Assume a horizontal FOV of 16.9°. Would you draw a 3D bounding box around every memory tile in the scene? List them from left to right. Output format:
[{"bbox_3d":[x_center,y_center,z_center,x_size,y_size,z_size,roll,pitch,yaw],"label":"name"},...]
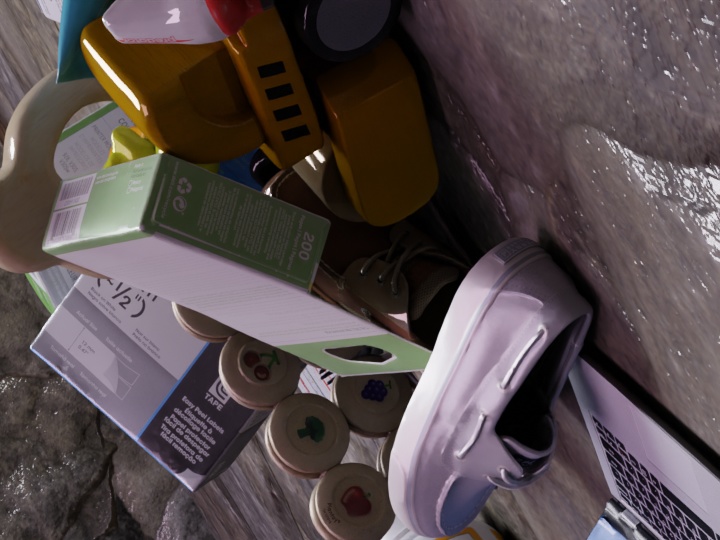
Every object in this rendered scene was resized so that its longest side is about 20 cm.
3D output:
[{"bbox_3d":[-0.007,0.054,1.445,0.201,0.153,0.017,54,152,13],"label":"memory tile"}]

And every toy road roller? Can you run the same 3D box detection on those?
[{"bbox_3d":[-0.056,-0.100,1.262,0.123,0.145,0.201,48,165,43],"label":"toy road roller"}]

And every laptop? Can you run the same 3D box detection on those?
[{"bbox_3d":[0.131,0.171,1.237,0.187,0.115,0.201,43,161,52],"label":"laptop"}]

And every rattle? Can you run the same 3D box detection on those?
[{"bbox_3d":[-0.192,-0.048,1.387,0.143,0.199,0.131,22,133,52],"label":"rattle"}]

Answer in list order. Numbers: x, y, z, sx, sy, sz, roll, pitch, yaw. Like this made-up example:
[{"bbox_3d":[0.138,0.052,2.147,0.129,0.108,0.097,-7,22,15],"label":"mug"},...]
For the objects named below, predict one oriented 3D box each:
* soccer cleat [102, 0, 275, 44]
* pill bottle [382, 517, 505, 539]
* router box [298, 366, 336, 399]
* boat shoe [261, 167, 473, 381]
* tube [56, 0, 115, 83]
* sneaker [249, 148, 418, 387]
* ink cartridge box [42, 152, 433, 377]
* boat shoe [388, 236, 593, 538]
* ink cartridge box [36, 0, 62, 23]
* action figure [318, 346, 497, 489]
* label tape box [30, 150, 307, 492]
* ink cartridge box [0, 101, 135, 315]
[{"bbox_3d":[-0.091,-0.197,1.169,0.069,0.084,0.202,54,-153,-62],"label":"soccer cleat"},{"bbox_3d":[0.082,0.248,1.667,0.200,0.109,0.110,49,165,44],"label":"pill bottle"},{"bbox_3d":[-0.045,0.016,1.768,0.201,0.049,0.180,57,169,8],"label":"router box"},{"bbox_3d":[0.030,0.008,1.339,0.200,0.076,0.072,39,158,2],"label":"boat shoe"},{"bbox_3d":[-0.127,-0.197,1.262,0.050,0.202,0.077,15,-172,11],"label":"tube"},{"bbox_3d":[0.000,-0.001,1.417,0.200,0.082,0.071,55,134,19],"label":"sneaker"},{"bbox_3d":[-0.055,0.001,1.298,0.199,0.048,0.145,22,166,-25],"label":"ink cartridge box"},{"bbox_3d":[0.072,0.075,1.257,0.068,0.072,0.201,42,129,28],"label":"boat shoe"},{"bbox_3d":[-0.139,-0.200,1.401,0.199,0.076,0.137,23,147,36],"label":"ink cartridge box"},{"bbox_3d":[0.020,0.094,1.556,0.119,0.102,0.200,49,177,-37],"label":"action figure"},{"bbox_3d":[-0.092,0.015,1.518,0.143,0.200,0.066,40,-160,8],"label":"label tape box"},{"bbox_3d":[-0.137,-0.062,1.580,0.059,0.199,0.104,49,166,35],"label":"ink cartridge box"}]
